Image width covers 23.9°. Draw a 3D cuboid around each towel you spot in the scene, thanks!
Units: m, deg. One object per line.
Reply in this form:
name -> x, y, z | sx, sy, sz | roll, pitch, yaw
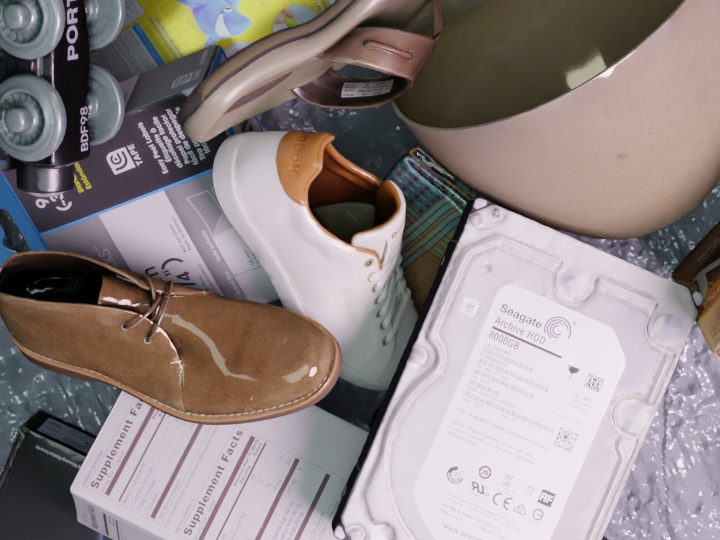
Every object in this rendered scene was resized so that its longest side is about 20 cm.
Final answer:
towel -> 0.075, 0.026, 1.007 | 0.200, 0.022, 0.147 | 40, 145, -3

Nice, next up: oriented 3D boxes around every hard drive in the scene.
hard drive -> 0.085, 0.077, 0.927 | 0.139, 0.038, 0.200 | 24, 90, -4

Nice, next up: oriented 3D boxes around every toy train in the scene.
toy train -> -0.189, -0.141, 0.904 | 0.114, 0.085, 0.201 | 8, 107, 24

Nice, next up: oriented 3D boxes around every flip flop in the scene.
flip flop -> -0.004, -0.113, 0.921 | 0.200, 0.081, 0.058 | -30, 78, -22

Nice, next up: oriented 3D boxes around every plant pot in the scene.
plant pot -> 0.136, -0.097, 0.952 | 0.200, 0.200, 0.135 | -32, 119, 10

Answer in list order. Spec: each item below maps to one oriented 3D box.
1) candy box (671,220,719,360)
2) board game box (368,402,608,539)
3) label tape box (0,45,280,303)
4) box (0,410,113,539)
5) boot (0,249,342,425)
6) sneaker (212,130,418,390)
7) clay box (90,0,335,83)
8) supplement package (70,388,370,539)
candy box -> 0.239, -0.003, 0.941 | 0.055, 0.200, 0.115 | 41, 101, -5
board game box -> 0.096, 0.146, 1.016 | 0.200, 0.135, 0.028 | 43, 79, -4
label tape box -> -0.144, -0.028, 1.006 | 0.199, 0.063, 0.144 | -20, 118, 15
box -> -0.153, 0.204, 1.093 | 0.200, 0.044, 0.161 | 26, 101, 0
boot -> -0.110, 0.033, 0.933 | 0.199, 0.076, 0.074 | 9, 65, 14
sneaker -> 0.000, 0.000, 0.957 | 0.084, 0.073, 0.200 | -6, 138, 34
clay box -> -0.069, -0.168, 1.014 | 0.200, 0.048, 0.115 | -32, 99, 9
supplement package -> -0.057, 0.136, 1.006 | 0.200, 0.114, 0.110 | 27, 71, 1
